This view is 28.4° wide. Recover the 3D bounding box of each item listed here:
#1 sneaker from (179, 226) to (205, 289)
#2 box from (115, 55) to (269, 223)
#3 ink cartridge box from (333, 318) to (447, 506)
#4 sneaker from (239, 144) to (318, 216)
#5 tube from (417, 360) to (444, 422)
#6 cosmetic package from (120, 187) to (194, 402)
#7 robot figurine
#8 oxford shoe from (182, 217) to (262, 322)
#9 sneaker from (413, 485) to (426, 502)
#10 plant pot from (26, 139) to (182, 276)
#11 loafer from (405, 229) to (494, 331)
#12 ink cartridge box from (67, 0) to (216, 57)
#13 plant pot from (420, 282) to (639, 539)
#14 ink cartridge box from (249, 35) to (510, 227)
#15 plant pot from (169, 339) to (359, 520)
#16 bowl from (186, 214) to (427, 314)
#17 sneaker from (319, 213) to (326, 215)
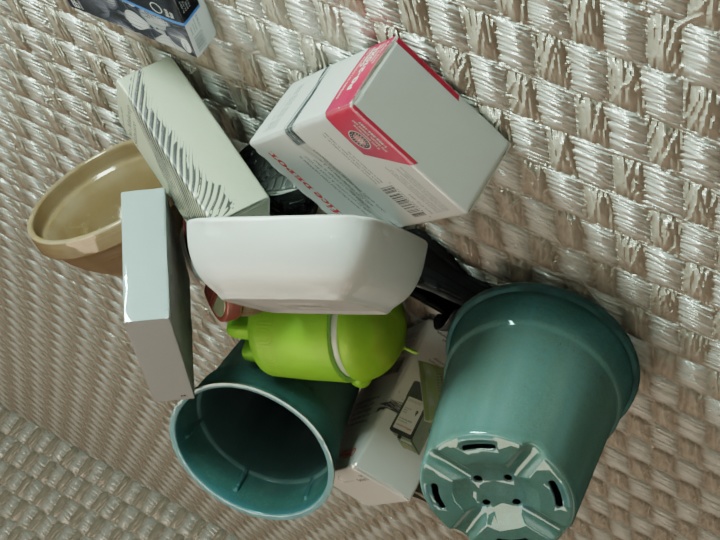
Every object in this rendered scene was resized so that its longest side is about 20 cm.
[{"bbox_3d":[-0.232,-0.009,1.686,0.200,0.088,0.081,26,155,48],"label":"sneaker"},{"bbox_3d":[-0.170,-0.114,1.440,0.200,0.068,0.082,54,159,22],"label":"box"},{"bbox_3d":[0.044,0.172,1.683,0.084,0.201,0.145,33,160,-10],"label":"ink cartridge box"},{"bbox_3d":[-0.066,-0.090,1.471,0.087,0.076,0.200,37,169,-22],"label":"sneaker"},{"bbox_3d":[0.153,0.154,1.593,0.199,0.052,0.058,15,-172,-24],"label":"tube"},{"bbox_3d":[-0.212,0.030,1.495,0.051,0.151,0.200,-7,151,-2],"label":"cosmetic package"},{"bbox_3d":[-0.039,0.059,1.512,0.199,0.116,0.176,1,139,28],"label":"robot figurine"},{"bbox_3d":[-0.138,-0.028,1.496,0.071,0.074,0.201,112,145,-47],"label":"oxford shoe"},{"bbox_3d":[0.056,0.289,2.106,0.106,0.075,0.200,5,147,47],"label":"sneaker"},{"bbox_3d":[-0.269,-0.060,1.618,0.200,0.201,0.093,11,139,45],"label":"plant pot"},{"bbox_3d":[0.103,0.038,1.492,0.200,0.071,0.068,37,159,-11],"label":"loafer"},{"bbox_3d":[-0.235,-0.274,1.344,0.199,0.039,0.100,25,158,23],"label":"ink cartridge box"},{"bbox_3d":[0.153,0.149,1.371,0.199,0.196,0.201,12,128,15],"label":"plant pot"},{"bbox_3d":[0.013,-0.113,1.269,0.145,0.085,0.200,41,158,-20],"label":"ink cartridge box"},{"bbox_3d":[-0.091,0.148,1.656,0.199,0.196,0.201,12,129,15],"label":"plant pot"},{"bbox_3d":[-0.050,-0.002,1.331,0.199,0.075,0.200,1,173,20],"label":"bowl"},{"bbox_3d":[0.000,0.000,1.590,0.077,0.073,0.200,-6,144,19],"label":"sneaker"}]
